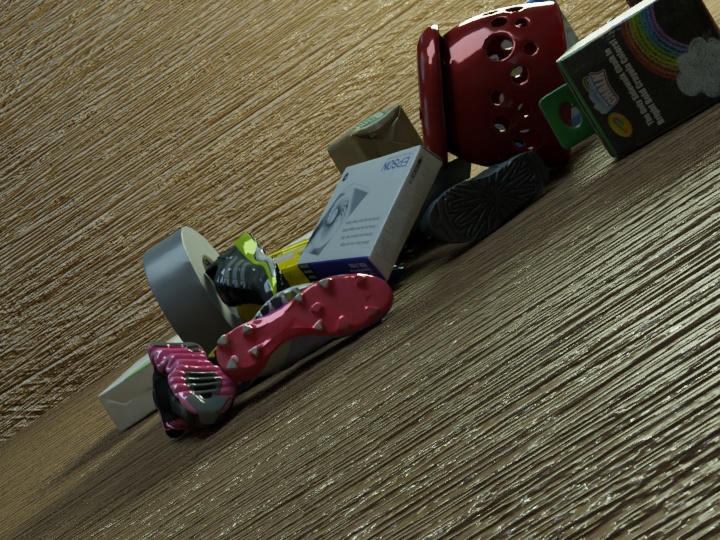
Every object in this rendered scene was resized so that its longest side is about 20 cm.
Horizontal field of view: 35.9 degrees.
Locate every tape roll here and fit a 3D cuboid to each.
[{"bbox_3d":[-0.211,0.041,1.512,0.066,0.201,0.200,-32,6,5],"label":"tape roll"}]

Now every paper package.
[{"bbox_3d":[0.046,-0.160,1.838,0.103,0.191,0.200,-34,7,-11],"label":"paper package"}]

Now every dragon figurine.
[{"bbox_3d":[0.000,0.000,1.393,0.099,0.059,0.200,-37,8,-37],"label":"dragon figurine"}]

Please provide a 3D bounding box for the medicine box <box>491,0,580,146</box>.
[{"bbox_3d":[0.247,-0.275,1.634,0.181,0.201,0.103,-31,6,22],"label":"medicine box"}]

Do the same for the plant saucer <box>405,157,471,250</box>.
[{"bbox_3d":[0.085,-0.074,1.502,0.201,0.039,0.201,-39,-11,-9],"label":"plant saucer"}]

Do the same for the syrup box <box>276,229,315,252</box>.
[{"bbox_3d":[-0.103,-0.015,2.010,0.081,0.079,0.200,-37,7,-37],"label":"syrup box"}]

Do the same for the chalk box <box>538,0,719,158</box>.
[{"bbox_3d":[0.291,-0.208,1.190,0.199,0.125,0.124,-30,6,22],"label":"chalk box"}]

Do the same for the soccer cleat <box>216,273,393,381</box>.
[{"bbox_3d":[-0.057,0.061,1.164,0.199,0.067,0.077,-25,-20,3],"label":"soccer cleat"}]

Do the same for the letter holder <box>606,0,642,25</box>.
[{"bbox_3d":[0.386,-0.330,1.618,0.100,0.143,0.200,-30,6,23],"label":"letter holder"}]

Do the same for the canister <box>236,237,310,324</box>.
[{"bbox_3d":[-0.093,0.020,1.564,0.148,0.087,0.200,-22,9,7],"label":"canister"}]

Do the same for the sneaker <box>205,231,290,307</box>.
[{"bbox_3d":[-0.137,0.021,1.397,0.081,0.074,0.200,-35,27,-8],"label":"sneaker"}]

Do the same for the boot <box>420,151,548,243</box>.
[{"bbox_3d":[0.115,-0.073,1.330,0.164,0.066,0.200,-27,6,-20],"label":"boot"}]

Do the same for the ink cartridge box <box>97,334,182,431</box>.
[{"bbox_3d":[-0.313,0.163,1.725,0.117,0.068,0.200,-32,7,14],"label":"ink cartridge box"}]

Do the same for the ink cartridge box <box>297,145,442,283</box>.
[{"bbox_3d":[-0.004,-0.041,1.296,0.199,0.040,0.201,-7,55,63],"label":"ink cartridge box"}]

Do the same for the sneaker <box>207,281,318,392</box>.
[{"bbox_3d":[-0.092,0.064,1.273,0.199,0.075,0.085,-31,7,24],"label":"sneaker"}]

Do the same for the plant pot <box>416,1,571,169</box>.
[{"bbox_3d":[0.163,-0.224,1.372,0.181,0.202,0.200,-3,9,5],"label":"plant pot"}]

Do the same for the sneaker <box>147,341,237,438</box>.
[{"bbox_3d":[-0.190,0.145,1.219,0.078,0.096,0.200,7,10,-22],"label":"sneaker"}]
